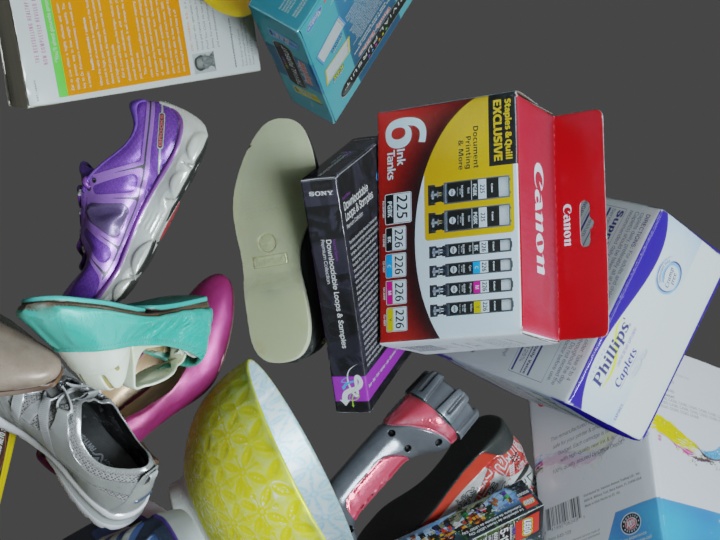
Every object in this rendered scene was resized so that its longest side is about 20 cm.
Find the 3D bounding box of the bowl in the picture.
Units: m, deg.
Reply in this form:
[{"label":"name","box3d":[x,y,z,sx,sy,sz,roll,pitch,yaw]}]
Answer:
[{"label":"bowl","box3d":[-0.090,0.184,1.238,0.108,0.200,0.200,-28,116,3]}]

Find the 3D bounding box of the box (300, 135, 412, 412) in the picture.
[{"label":"box","box3d":[0.000,0.000,1.280,0.143,0.036,0.200,-46,132,-66]}]

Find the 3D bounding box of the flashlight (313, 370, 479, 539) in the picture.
[{"label":"flashlight","box3d":[0.019,0.182,1.360,0.200,0.068,0.068,-49,134,-14]}]

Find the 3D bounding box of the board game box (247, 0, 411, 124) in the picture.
[{"label":"board game box","box3d":[-0.013,-0.219,1.193,0.047,0.200,0.151,30,81,13]}]

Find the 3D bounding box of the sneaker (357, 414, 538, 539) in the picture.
[{"label":"sneaker","box3d":[0.087,0.238,1.412,0.201,0.067,0.108,-44,116,-20]}]

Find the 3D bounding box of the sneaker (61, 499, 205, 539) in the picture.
[{"label":"sneaker","box3d":[-0.193,0.244,1.162,0.146,0.200,0.081,-30,103,-21]}]

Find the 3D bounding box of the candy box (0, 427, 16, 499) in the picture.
[{"label":"candy box","box3d":[-0.313,0.163,1.116,0.102,0.026,0.200,28,53,-31]}]

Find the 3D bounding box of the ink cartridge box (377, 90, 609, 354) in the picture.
[{"label":"ink cartridge box","box3d":[0.109,-0.039,1.264,0.084,0.175,0.201,16,71,-59]}]

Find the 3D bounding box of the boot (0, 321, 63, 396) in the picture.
[{"label":"boot","box3d":[-0.309,0.006,1.069,0.199,0.070,0.147,6,120,6]}]

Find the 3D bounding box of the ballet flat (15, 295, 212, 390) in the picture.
[{"label":"ballet flat","box3d":[-0.173,0.053,1.120,0.200,0.067,0.071,2,87,-61]}]

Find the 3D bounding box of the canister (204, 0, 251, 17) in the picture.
[{"label":"canister","box3d":[-0.080,-0.311,1.159,0.149,0.086,0.200,43,67,-24]}]

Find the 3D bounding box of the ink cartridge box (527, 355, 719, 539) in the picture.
[{"label":"ink cartridge box","box3d":[0.262,0.191,1.413,0.146,0.147,0.200,19,55,-34]}]

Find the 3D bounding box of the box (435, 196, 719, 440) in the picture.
[{"label":"box","box3d":[0.191,0.031,1.353,0.105,0.200,0.184,31,84,-34]}]

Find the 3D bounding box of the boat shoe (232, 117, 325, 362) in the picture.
[{"label":"boat shoe","box3d":[-0.061,-0.025,1.273,0.063,0.073,0.202,-4,92,-71]}]

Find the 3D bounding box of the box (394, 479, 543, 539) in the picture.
[{"label":"box","box3d":[0.100,0.296,1.399,0.136,0.038,0.200,-22,134,-20]}]

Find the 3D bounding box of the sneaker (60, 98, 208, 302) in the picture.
[{"label":"sneaker","box3d":[-0.193,-0.041,1.191,0.083,0.081,0.200,27,90,-3]}]

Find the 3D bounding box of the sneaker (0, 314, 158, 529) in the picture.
[{"label":"sneaker","box3d":[-0.221,0.097,1.146,0.200,0.082,0.075,44,43,1]}]

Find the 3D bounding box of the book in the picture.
[{"label":"book","box3d":[-0.178,-0.205,1.170,0.200,0.048,0.134,-13,103,-30]}]

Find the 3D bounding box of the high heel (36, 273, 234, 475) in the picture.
[{"label":"high heel","box3d":[-0.175,0.084,1.214,0.096,0.067,0.200,26,89,-43]}]
